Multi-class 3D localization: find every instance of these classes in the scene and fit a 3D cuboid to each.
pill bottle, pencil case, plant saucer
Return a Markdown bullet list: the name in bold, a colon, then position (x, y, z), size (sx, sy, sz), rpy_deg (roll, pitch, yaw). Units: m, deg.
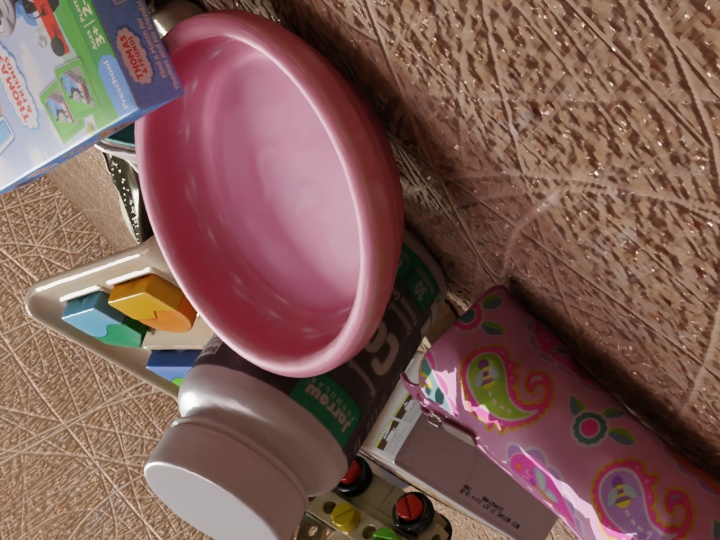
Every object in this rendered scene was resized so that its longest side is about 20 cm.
- **pill bottle**: position (-0.039, 0.064, 1.002), size (0.113, 0.200, 0.113), rpy_deg (24, 152, 14)
- **pencil case**: position (0.115, 0.097, 0.882), size (0.200, 0.087, 0.088), rpy_deg (41, 169, 26)
- **plant saucer**: position (-0.045, -0.044, 0.895), size (0.200, 0.051, 0.201), rpy_deg (27, 129, 40)

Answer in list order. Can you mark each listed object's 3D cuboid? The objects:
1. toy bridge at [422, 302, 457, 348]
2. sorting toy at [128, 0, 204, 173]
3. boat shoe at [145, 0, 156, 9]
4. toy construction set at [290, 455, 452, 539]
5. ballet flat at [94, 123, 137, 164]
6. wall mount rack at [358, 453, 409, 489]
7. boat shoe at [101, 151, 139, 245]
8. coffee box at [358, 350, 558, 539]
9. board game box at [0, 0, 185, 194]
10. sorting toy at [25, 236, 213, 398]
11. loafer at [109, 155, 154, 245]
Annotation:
- **toy bridge**: position (0.000, 0.000, 1.160), size (0.200, 0.027, 0.067), rpy_deg (38, 168, 38)
- **sorting toy**: position (-0.107, -0.080, 1.112), size (0.185, 0.036, 0.200), rpy_deg (50, 153, -14)
- **boat shoe**: position (-0.167, -0.179, 1.032), size (0.074, 0.076, 0.200), rpy_deg (43, 171, 3)
- **toy construction set**: position (-0.008, 0.206, 1.164), size (0.200, 0.131, 0.092), rpy_deg (31, 166, 26)
- **ballet flat**: position (-0.076, -0.071, 1.009), size (0.199, 0.070, 0.070), rpy_deg (18, 158, 24)
- **wall mount rack**: position (0.028, 0.151, 1.290), size (0.174, 0.199, 0.075), rpy_deg (49, 141, 30)
- **boat shoe**: position (-0.182, -0.100, 1.392), size (0.075, 0.074, 0.203), rpy_deg (45, 153, 52)
- **coffee box**: position (0.062, 0.114, 1.122), size (0.114, 0.080, 0.200), rpy_deg (34, 173, -12)
- **board game box**: position (-0.191, -0.138, 0.950), size (0.200, 0.037, 0.152), rpy_deg (-19, 96, 53)
- **sorting toy**: position (-0.132, 0.047, 1.241), size (0.185, 0.037, 0.200), rpy_deg (33, 147, -29)
- **loafer**: position (-0.155, -0.083, 1.281), size (0.200, 0.067, 0.076), rpy_deg (98, 151, -63)
